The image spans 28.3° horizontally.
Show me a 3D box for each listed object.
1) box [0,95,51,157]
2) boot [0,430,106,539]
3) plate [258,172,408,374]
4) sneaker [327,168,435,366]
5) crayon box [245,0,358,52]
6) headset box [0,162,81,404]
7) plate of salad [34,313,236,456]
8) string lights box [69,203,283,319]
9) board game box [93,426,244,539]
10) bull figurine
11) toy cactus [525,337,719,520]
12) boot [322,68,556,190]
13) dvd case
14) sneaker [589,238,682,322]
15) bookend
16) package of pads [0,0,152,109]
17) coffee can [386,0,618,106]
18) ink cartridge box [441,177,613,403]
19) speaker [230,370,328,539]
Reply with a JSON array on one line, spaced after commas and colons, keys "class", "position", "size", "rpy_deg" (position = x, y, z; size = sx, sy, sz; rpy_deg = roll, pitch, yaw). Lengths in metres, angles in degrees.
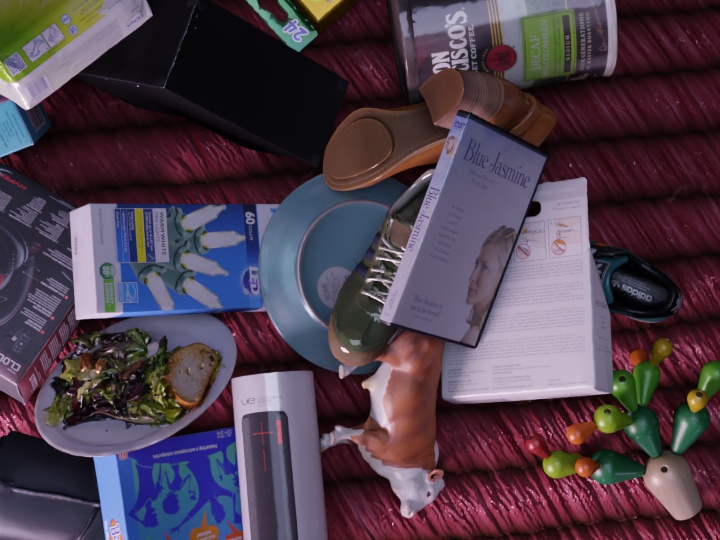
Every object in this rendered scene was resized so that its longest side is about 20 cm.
[{"class": "box", "position": [-0.405, -0.117, 1.372], "size": [0.200, 0.082, 0.049], "rpy_deg": [-20, 107, 7]}, {"class": "boot", "position": [-0.285, 0.261, 1.361], "size": [0.168, 0.076, 0.201], "rpy_deg": [8, 79, -3]}, {"class": "plate", "position": [0.000, 0.000, 1.376], "size": [0.200, 0.026, 0.201], "rpy_deg": [1, 86, -20]}, {"class": "sneaker", "position": [0.031, -0.013, 1.302], "size": [0.067, 0.090, 0.200], "rpy_deg": [27, 58, 10]}, {"class": "crayon box", "position": [-0.033, -0.329, 1.421], "size": [0.200, 0.052, 0.126], "rpy_deg": [-42, 86, -2]}, {"class": "headset box", "position": [-0.340, 0.018, 1.355], "size": [0.148, 0.075, 0.200], "rpy_deg": [29, 69, 5]}, {"class": "plate of salad", "position": [-0.213, 0.095, 1.330], "size": [0.200, 0.200, 0.048], "rpy_deg": [-21, 126, -1]}, {"class": "string lights box", "position": [-0.168, -0.010, 1.348], "size": [0.200, 0.059, 0.103], "rpy_deg": [-2, 85, -31]}, {"class": "board game box", "position": [-0.162, 0.255, 1.337], "size": [0.152, 0.045, 0.200], "rpy_deg": [-6, 85, -41]}, {"class": "bull figurine", "position": [0.028, 0.133, 1.352], "size": [0.121, 0.065, 0.200], "rpy_deg": [4, 97, -18]}, {"class": "toy cactus", "position": [0.273, 0.165, 1.373], "size": [0.200, 0.102, 0.165], "rpy_deg": [-32, 105, -5]}, {"class": "boot", "position": [0.075, -0.124, 1.358], "size": [0.200, 0.155, 0.077], "rpy_deg": [-35, 62, 33]}, {"class": "dvd case", "position": [0.098, -0.033, 1.297], "size": [0.018, 0.143, 0.200], "rpy_deg": [22, 93, 40]}, {"class": "sneaker", "position": [0.216, -0.003, 1.378], "size": [0.200, 0.080, 0.072], "rpy_deg": [17, 86, 4]}, {"class": "bookend", "position": [-0.154, -0.189, 1.378], "size": [0.200, 0.199, 0.092], "rpy_deg": [25, 84, -42]}, {"class": "package of pads", "position": [-0.298, -0.234, 1.306], "size": [0.154, 0.200, 0.068], "rpy_deg": [-41, 130, -17]}, {"class": "coffee can", "position": [0.131, -0.243, 1.366], "size": [0.200, 0.146, 0.147], "rpy_deg": [-10, 85, -1]}, {"class": "ink cartridge box", "position": [0.155, 0.023, 1.364], "size": [0.161, 0.050, 0.200], "rpy_deg": [-7, 76, 30]}, {"class": "speaker", "position": [-0.075, 0.194, 1.342], "size": [0.081, 0.081, 0.200], "rpy_deg": [-5, 83, 0]}]
